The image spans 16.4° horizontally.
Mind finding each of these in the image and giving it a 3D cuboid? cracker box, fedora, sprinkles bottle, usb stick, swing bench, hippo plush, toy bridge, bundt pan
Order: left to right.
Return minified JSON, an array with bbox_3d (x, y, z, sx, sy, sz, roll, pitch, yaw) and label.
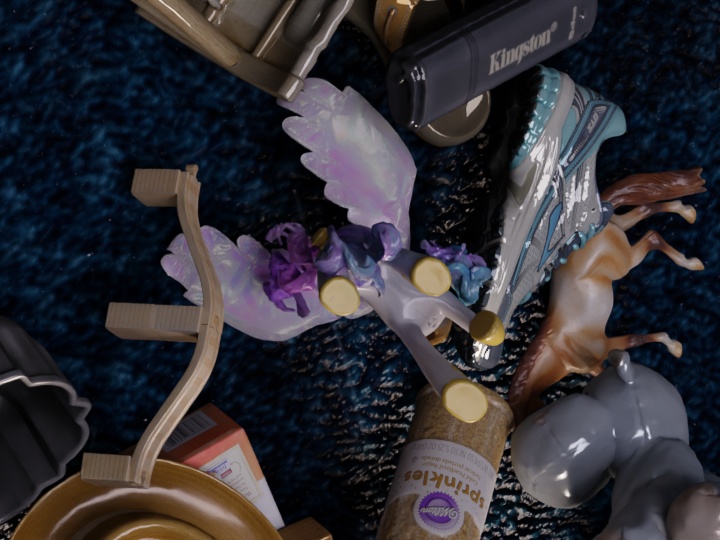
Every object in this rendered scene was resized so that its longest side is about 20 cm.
[{"bbox_3d":[-0.258,0.090,1.410,0.202,0.076,0.202,-23,154,-12],"label":"bundt pan"},{"bbox_3d":[-0.115,0.203,1.458,0.201,0.082,0.201,3,79,-15],"label":"fedora"},{"bbox_3d":[-0.116,0.031,1.473,0.027,0.067,0.200,43,52,-62],"label":"toy bridge"},{"bbox_3d":[-0.107,0.203,1.578,0.134,0.058,0.200,-28,116,-17],"label":"cracker box"},{"bbox_3d":[-0.076,-0.238,1.425,0.200,0.130,0.199,36,86,-37],"label":"swing bench"},{"bbox_3d":[0.044,0.166,1.585,0.068,0.068,0.200,43,48,-31],"label":"sprinkles bottle"},{"bbox_3d":[0.084,-0.141,1.551,0.200,0.033,0.055,-31,127,-44],"label":"usb stick"},{"bbox_3d":[0.185,0.128,1.593,0.200,0.161,0.159,-26,160,-9],"label":"hippo plush"}]

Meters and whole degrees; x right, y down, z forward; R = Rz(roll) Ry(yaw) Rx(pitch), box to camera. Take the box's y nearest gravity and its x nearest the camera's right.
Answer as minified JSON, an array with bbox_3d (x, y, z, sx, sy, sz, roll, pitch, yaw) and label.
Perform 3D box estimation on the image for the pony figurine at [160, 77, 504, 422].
[{"bbox_3d":[0.000,0.000,1.518,0.193,0.200,0.167,40,91,-16],"label":"pony figurine"}]

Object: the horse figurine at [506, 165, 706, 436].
[{"bbox_3d":[0.166,0.016,1.673,0.133,0.050,0.200,4,109,-31],"label":"horse figurine"}]

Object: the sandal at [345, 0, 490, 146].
[{"bbox_3d":[0.033,-0.158,1.546,0.080,0.054,0.200,-38,119,-14],"label":"sandal"}]

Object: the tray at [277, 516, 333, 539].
[{"bbox_3d":[-0.099,0.239,1.539,0.200,0.037,0.099,-23,114,-18],"label":"tray"}]

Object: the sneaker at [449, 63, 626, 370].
[{"bbox_3d":[0.118,-0.027,1.604,0.086,0.078,0.200,16,94,-18],"label":"sneaker"}]
